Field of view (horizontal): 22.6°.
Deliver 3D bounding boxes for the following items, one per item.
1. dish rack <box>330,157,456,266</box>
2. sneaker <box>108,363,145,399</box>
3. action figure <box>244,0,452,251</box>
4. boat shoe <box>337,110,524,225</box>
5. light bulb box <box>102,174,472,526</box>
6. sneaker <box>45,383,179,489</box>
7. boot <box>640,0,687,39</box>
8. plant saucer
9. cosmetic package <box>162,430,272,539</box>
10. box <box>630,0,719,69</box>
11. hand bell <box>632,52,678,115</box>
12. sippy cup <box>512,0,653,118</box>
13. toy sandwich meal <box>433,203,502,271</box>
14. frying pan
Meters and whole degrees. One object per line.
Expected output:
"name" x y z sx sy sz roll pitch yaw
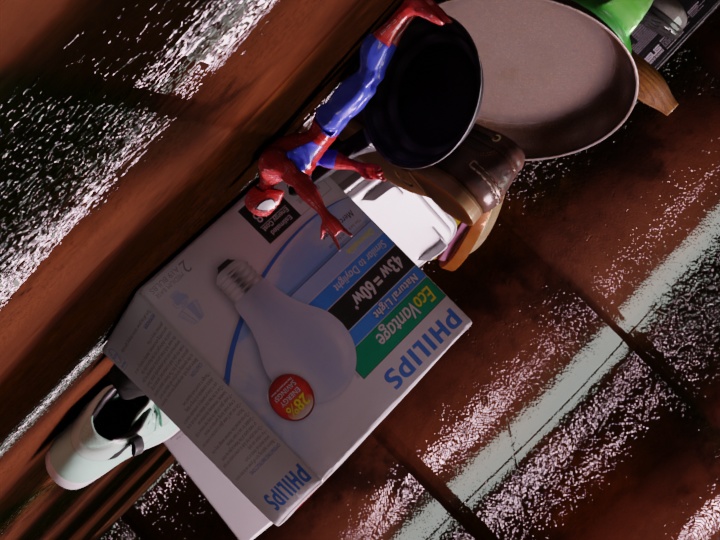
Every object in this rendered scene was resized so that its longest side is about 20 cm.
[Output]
"dish rack" -0.010 -0.018 1.617 0.199 0.044 0.172 -37 143 7
"sneaker" -0.155 0.058 1.550 0.091 0.076 0.200 -36 174 22
"action figure" 0.002 -0.096 1.290 0.200 0.099 0.065 -44 177 14
"boat shoe" 0.051 -0.096 1.387 0.070 0.070 0.200 -48 -138 -8
"light bulb box" -0.057 0.052 1.416 0.198 0.200 0.125 -44 178 -31
"sneaker" -0.191 0.120 1.653 0.200 0.074 0.118 -41 180 -41
"boot" 0.250 -0.297 1.556 0.131 0.200 0.068 -45 135 12
"plant saucer" 0.116 -0.157 1.398 0.200 0.199 0.032 131 -27 -51
"cosmetic package" -0.143 0.170 1.805 0.085 0.200 0.108 -40 178 -1
"box" 0.298 -0.313 1.868 0.200 0.164 0.086 -46 178 -10
"hand bell" 0.228 -0.223 1.727 0.104 0.200 0.104 -44 178 -2
"sippy cup" 0.159 -0.216 1.458 0.140 0.176 0.131 81 19 -49
"toy sandwich meal" 0.089 -0.096 1.848 0.205 0.070 0.207 -170 -90 -70
"frying pan" 0.029 -0.101 1.330 0.031 0.115 0.191 8 122 -47
